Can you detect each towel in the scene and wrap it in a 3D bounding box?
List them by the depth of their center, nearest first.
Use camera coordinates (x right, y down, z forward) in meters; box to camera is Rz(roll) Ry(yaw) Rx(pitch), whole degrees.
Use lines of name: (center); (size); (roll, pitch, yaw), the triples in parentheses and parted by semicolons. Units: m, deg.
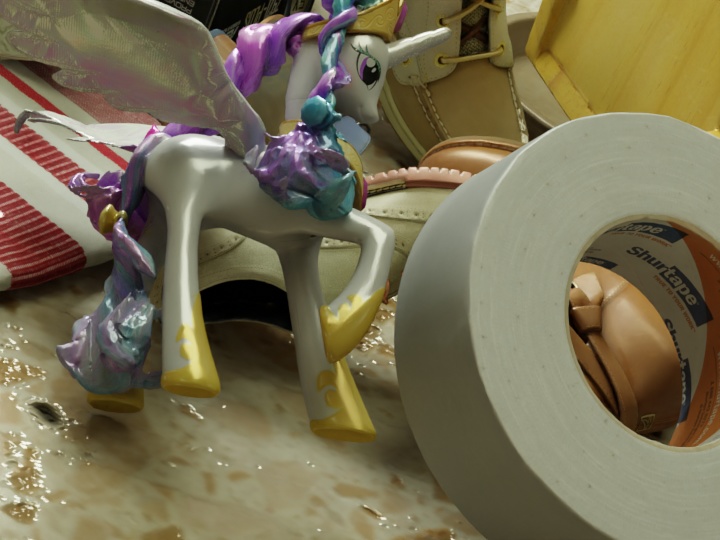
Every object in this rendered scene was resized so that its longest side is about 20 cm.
towel: (-0.161, -0.046, 1.322); (0.144, 0.023, 0.200); (36, 31, 24)

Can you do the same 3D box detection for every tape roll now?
tape roll: (0.116, 0.035, 1.216); (0.200, 0.066, 0.201); (9, 69, -26)

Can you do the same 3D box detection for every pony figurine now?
pony figurine: (-0.065, -0.039, 1.195); (0.192, 0.201, 0.167); (7, -16, 1)

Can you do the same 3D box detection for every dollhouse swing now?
dollhouse swing: (0.203, -0.108, 1.431); (0.181, 0.176, 0.200); (26, 21, -33)

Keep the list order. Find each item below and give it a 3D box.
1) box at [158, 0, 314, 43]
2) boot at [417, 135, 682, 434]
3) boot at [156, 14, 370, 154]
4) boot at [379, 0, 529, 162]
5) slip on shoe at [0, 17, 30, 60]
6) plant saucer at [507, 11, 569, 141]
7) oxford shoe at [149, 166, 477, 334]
box: (-0.134, -0.186, 1.521); (0.200, 0.086, 0.164); (29, 28, 11)
boot: (0.072, 0.015, 1.348); (0.200, 0.077, 0.155); (42, 36, 19)
boot: (-0.041, -0.070, 1.414); (0.097, 0.075, 0.200); (45, 16, 4)
boot: (0.061, -0.148, 1.462); (0.072, 0.155, 0.201); (-14, 77, -30)
slip on shoe: (-0.201, -0.157, 1.417); (0.200, 0.074, 0.061); (20, 17, 30)
plant saucer: (0.158, -0.089, 1.631); (0.199, 0.030, 0.200); (18, 28, -10)
oxford shoe: (0.000, 0.000, 1.278); (0.199, 0.071, 0.074); (-2, 59, 6)
